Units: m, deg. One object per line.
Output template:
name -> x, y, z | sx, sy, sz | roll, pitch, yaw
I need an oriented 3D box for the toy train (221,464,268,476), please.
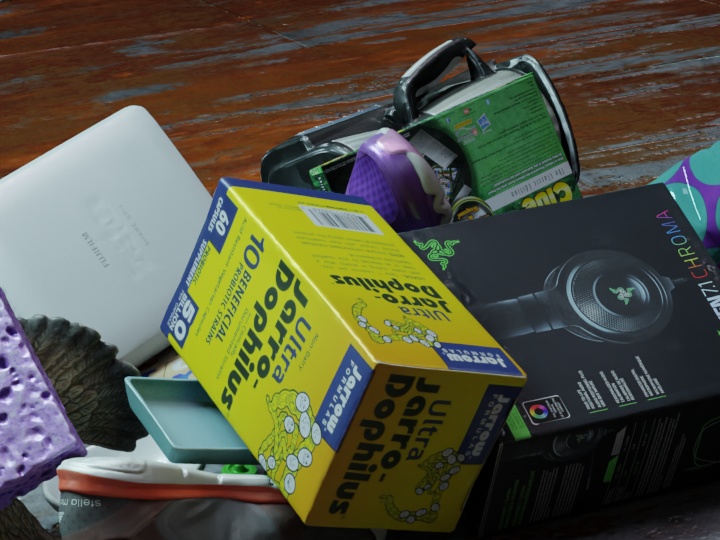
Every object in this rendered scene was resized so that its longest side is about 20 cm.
toy train -> -0.022, 0.128, 1.407 | 0.199, 0.042, 0.056 | -17, 30, -33

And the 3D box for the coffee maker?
coffee maker -> 0.035, -0.062, 1.722 | 0.199, 0.135, 0.192 | -23, -19, -31

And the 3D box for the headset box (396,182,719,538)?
headset box -> 0.121, 0.051, 1.393 | 0.199, 0.093, 0.174 | -11, 49, -18

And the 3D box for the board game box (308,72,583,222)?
board game box -> 0.063, -0.057, 1.611 | 0.200, 0.105, 0.023 | -25, 3, -33

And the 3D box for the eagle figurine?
eagle figurine -> -0.234, 0.102, 1.358 | 0.199, 0.152, 0.151 | 9, 24, 41

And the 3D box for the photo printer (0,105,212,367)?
photo printer -> -0.193, -0.007, 1.650 | 0.200, 0.167, 0.069 | -33, -4, -33

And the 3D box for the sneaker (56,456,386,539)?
sneaker -> -0.081, 0.155, 1.300 | 0.199, 0.082, 0.077 | 11, -10, -23

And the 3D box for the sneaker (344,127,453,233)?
sneaker -> 0.000, 0.000, 1.459 | 0.088, 0.201, 0.081 | -20, 52, -26

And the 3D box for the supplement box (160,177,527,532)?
supplement box -> -0.014, 0.046, 1.322 | 0.109, 0.109, 0.200 | 7, 27, -36

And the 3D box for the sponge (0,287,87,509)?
sponge -> -0.247, 0.048, 1.313 | 0.111, 0.200, 0.030 | -30, -21, -3

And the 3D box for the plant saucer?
plant saucer -> -0.044, 0.091, 1.362 | 0.199, 0.019, 0.070 | 3, 31, -37

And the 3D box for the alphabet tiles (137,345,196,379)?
alphabet tiles -> -0.121, 0.051, 1.665 | 0.166, 0.006, 0.200 | -22, 15, 6

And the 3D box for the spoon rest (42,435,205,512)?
spoon rest -> -0.113, 0.112, 1.451 | 0.099, 0.061, 0.200 | 9, 21, 40

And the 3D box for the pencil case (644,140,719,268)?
pencil case -> 0.198, -0.005, 1.552 | 0.200, 0.085, 0.093 | -36, 50, 23
